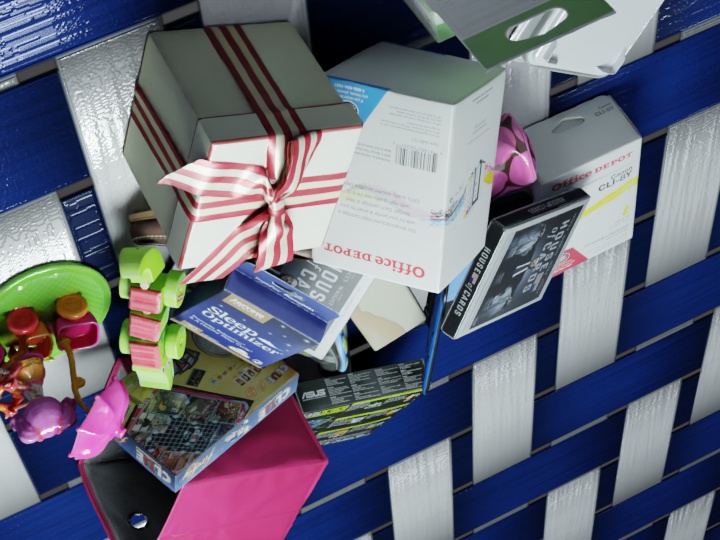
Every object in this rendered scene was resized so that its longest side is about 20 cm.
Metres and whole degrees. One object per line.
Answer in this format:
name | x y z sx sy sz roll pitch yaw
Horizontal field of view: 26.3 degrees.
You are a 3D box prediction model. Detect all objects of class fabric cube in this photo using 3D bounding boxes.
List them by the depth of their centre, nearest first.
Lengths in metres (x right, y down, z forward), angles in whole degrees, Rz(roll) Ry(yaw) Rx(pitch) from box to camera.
fabric cube | -0.192 0.228 1.832 0.198 0.197 0.201 -6 137 -36

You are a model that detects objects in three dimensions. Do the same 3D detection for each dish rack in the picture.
dish rack | 0.270 -0.292 1.695 0.170 0.044 0.201 3 132 -40

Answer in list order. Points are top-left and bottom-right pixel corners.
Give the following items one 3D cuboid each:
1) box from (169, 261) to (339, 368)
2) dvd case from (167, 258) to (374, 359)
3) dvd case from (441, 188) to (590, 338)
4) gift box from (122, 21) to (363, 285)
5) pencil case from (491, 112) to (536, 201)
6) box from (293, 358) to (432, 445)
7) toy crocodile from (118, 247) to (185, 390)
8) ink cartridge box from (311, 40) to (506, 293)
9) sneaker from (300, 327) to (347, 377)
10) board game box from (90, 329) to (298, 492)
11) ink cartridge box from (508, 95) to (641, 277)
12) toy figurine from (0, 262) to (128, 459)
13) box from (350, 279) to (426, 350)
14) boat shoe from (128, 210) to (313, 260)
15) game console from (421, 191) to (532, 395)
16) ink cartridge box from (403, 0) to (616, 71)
box | -0.115 0.050 1.641 0.120 0.033 0.200 30 155 -18
dvd case | -0.094 -0.002 1.678 0.199 0.025 0.151 27 121 -10
dvd case | 0.179 -0.010 1.753 0.199 0.025 0.151 -20 139 -51
gift box | -0.126 -0.107 1.474 0.198 0.187 0.186 -14 142 -27
pencil case | 0.106 -0.088 1.721 0.199 0.091 0.094 -32 109 2
box | -0.037 0.180 1.979 0.198 0.048 0.193 -9 158 -31
toy crocodile | -0.224 0.053 1.634 0.067 0.062 0.201 10 130 6
ink cartridge box | 0.048 -0.106 1.558 0.145 0.146 0.202 -39 139 -56
sneaker | -0.063 0.070 1.868 0.082 0.071 0.200 -12 149 8
board game box | -0.184 0.141 1.724 0.200 0.135 0.035 -38 154 -35
ink cartridge box | 0.260 -0.098 1.891 0.144 0.084 0.201 -25 145 -12
toy figurine | -0.322 0.115 1.594 0.198 0.185 0.151 -15 142 -24
box | 0.000 0.000 1.795 0.077 0.095 0.200 -32 145 2
boat shoe | -0.141 -0.035 1.592 0.198 0.071 0.070 -4 179 6
game console | 0.137 0.028 1.829 0.169 0.119 0.201 -16 143 -19
ink cartridge box | 0.133 -0.262 1.478 0.144 0.201 0.048 -25 144 -11
